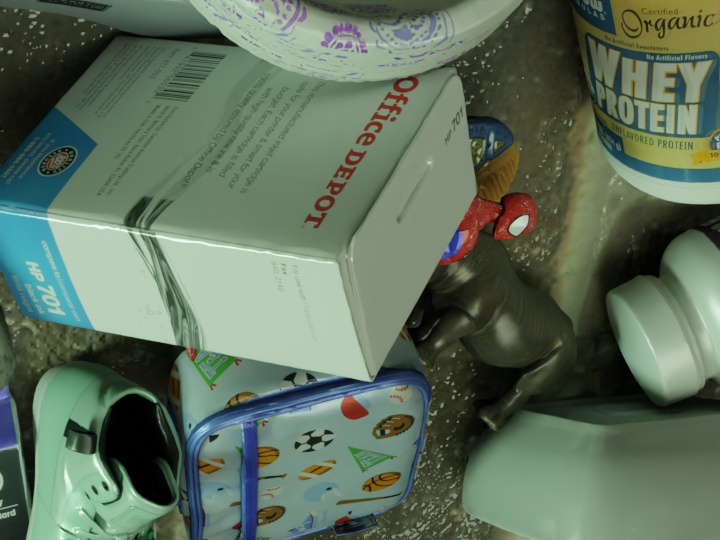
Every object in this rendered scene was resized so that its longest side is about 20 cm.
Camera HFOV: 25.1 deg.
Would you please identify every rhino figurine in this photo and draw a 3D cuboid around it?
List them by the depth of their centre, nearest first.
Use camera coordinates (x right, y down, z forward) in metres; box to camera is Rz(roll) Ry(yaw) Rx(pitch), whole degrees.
[{"bbox_3d":[0.064,0.021,1.003,0.087,0.060,0.200,-45,125,2],"label":"rhino figurine"}]

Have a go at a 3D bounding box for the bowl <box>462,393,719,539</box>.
[{"bbox_3d":[0.178,0.125,1.053,0.200,0.200,0.075,-4,92,-20],"label":"bowl"}]

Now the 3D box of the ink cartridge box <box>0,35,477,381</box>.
[{"bbox_3d":[-0.062,-0.037,0.796,0.200,0.147,0.086,10,136,24],"label":"ink cartridge box"}]

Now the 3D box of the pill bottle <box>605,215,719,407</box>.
[{"bbox_3d":[0.265,0.010,1.044,0.200,0.112,0.112,-25,128,-5],"label":"pill bottle"}]

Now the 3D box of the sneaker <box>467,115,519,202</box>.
[{"bbox_3d":[-0.011,-0.043,0.910,0.200,0.088,0.075,-25,124,-3],"label":"sneaker"}]

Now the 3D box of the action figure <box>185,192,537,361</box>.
[{"bbox_3d":[0.000,0.000,0.850,0.200,0.065,0.052,-23,85,-6],"label":"action figure"}]

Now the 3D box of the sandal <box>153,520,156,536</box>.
[{"bbox_3d":[-0.166,0.196,1.006,0.082,0.050,0.203,11,88,-27],"label":"sandal"}]

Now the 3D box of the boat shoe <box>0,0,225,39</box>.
[{"bbox_3d":[-0.123,-0.156,0.802,0.200,0.069,0.057,5,82,-38],"label":"boat shoe"}]

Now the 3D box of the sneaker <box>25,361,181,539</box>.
[{"bbox_3d":[-0.144,0.156,0.922,0.074,0.118,0.201,-7,95,-29],"label":"sneaker"}]

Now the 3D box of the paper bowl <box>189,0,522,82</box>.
[{"bbox_3d":[-0.003,-0.188,0.769,0.200,0.104,0.201,2,81,-11],"label":"paper bowl"}]

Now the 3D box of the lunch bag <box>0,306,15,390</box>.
[{"bbox_3d":[-0.290,0.011,0.801,0.200,0.139,0.168,-27,129,-3],"label":"lunch bag"}]

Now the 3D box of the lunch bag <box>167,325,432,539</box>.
[{"bbox_3d":[-0.043,0.104,0.976,0.160,0.076,0.200,-14,148,-14],"label":"lunch bag"}]

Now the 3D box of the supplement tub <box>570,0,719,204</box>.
[{"bbox_3d":[0.186,-0.153,0.879,0.144,0.145,0.200,-24,128,-5],"label":"supplement tub"}]

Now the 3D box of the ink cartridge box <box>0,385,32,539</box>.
[{"bbox_3d":[-0.294,0.144,0.954,0.198,0.043,0.200,-11,125,-15],"label":"ink cartridge box"}]
